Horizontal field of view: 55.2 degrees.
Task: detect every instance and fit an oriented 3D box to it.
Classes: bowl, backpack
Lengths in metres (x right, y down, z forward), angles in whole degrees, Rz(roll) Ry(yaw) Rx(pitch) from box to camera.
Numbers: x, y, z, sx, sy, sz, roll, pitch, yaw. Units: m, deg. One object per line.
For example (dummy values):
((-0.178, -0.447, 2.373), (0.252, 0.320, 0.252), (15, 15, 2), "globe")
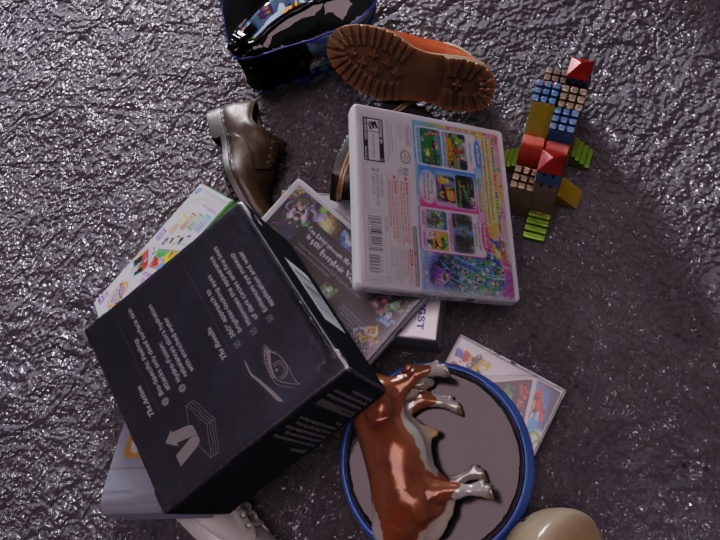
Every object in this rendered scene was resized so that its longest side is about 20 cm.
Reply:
((0.074, 0.190, 0.690), (0.198, 0.039, 0.203), (-4, 71, 11), "bowl")
((-0.069, -0.334, 0.864), (0.198, 0.135, 0.185), (-16, 70, 5), "backpack")

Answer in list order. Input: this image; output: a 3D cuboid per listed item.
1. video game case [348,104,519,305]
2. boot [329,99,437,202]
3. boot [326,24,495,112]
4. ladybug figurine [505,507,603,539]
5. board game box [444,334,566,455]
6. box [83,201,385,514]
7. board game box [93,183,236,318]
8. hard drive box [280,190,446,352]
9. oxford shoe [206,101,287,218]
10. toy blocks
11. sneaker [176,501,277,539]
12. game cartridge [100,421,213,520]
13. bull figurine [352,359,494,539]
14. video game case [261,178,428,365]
((0.076, -0.068, 0.719), (0.180, 0.024, 0.202), (6, 69, -20), "video game case")
((0.063, -0.124, 0.773), (0.137, 0.078, 0.200), (26, 49, 12), "boot")
((0.058, -0.247, 0.821), (0.198, 0.076, 0.108), (16, 31, -5), "boot")
((0.165, 0.314, 0.635), (0.072, 0.135, 0.203), (8, 87, 57), "ladybug figurine")
((0.114, 0.186, 0.723), (0.125, 0.035, 0.201), (27, 80, 18), "board game box")
((-0.117, 0.084, 0.641), (0.199, 0.117, 0.197), (-37, 63, 4), "box")
((-0.219, -0.005, 0.792), (0.200, 0.040, 0.153), (-49, 28, -6), "board game box")
((0.000, 0.000, 0.780), (0.197, 0.077, 0.158), (5, 75, 11), "hard drive box")
((-0.126, -0.129, 0.845), (0.084, 0.073, 0.202), (-20, 71, 1), "oxford shoe")
((0.210, -0.151, 0.756), (0.099, 0.137, 0.202), (16, 76, 15), "toy blocks")
((-0.148, 0.240, 0.733), (0.199, 0.073, 0.085), (29, 82, 19), "sneaker")
((-0.188, 0.165, 0.742), (0.131, 0.042, 0.201), (-8, 46, 11), "game cartridge")
((0.051, 0.184, 0.641), (0.120, 0.065, 0.202), (-19, 70, 4), "bull figurine")
((-0.056, 0.028, 0.730), (0.200, 0.023, 0.182), (41, 85, 19), "video game case")
